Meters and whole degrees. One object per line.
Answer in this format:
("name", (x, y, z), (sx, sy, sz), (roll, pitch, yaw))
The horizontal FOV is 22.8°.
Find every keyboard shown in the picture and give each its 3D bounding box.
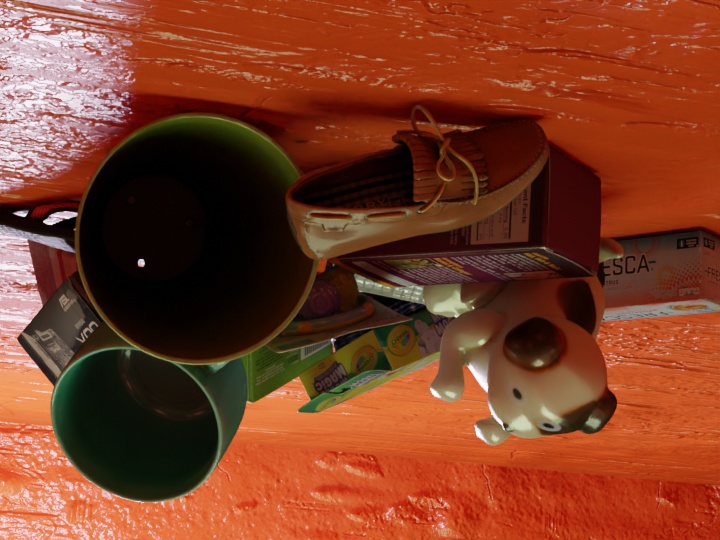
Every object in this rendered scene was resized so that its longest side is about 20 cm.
("keyboard", (0.092, 0.020, 1.615), (0.199, 0.011, 0.056), (11, 151, -5))

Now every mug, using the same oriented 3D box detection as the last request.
("mug", (-0.158, 0.102, 1.521), (0.184, 0.153, 0.114), (-7, -157, 17))

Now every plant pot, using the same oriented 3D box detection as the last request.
("plant pot", (-0.146, -0.028, 1.422), (0.186, 0.188, 0.200), (6, -179, -16))

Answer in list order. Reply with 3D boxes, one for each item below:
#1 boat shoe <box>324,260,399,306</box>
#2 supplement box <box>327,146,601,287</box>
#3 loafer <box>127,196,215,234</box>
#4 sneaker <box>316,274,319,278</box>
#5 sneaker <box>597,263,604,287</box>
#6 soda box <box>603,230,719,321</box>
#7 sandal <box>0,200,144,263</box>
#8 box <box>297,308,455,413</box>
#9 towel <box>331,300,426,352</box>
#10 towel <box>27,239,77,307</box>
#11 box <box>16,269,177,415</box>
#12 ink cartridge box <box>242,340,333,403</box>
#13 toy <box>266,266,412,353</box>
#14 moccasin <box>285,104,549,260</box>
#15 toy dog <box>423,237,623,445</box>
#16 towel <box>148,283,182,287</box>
("boat shoe", (0.001, 0.002, 1.704), (0.063, 0.074, 0.201), (-29, 165, 8))
("supplement box", (0.086, -0.041, 1.469), (0.199, 0.086, 0.110), (-3, 167, 29))
("loafer", (-0.146, -0.040, 1.563), (0.199, 0.073, 0.073), (-1, 169, 22))
("sneaker", (-0.124, 0.040, 1.927), (0.199, 0.078, 0.082), (8, 168, -23))
("sneaker", (0.125, -0.003, 1.646), (0.199, 0.074, 0.081), (9, 148, 3))
("soda box", (0.256, 0.009, 1.717), (0.199, 0.069, 0.063), (-6, 166, 39))
("sandal", (-0.274, -0.045, 1.668), (0.199, 0.045, 0.075), (13, 169, 30))
("box", (0.029, 0.081, 1.730), (0.117, 0.049, 0.200), (-32, 173, 40))
("towel", (0.062, 0.030, 1.758), (0.199, 0.024, 0.145), (-27, 172, 0))
("towel", (-0.245, 0.048, 1.736), (0.200, 0.023, 0.144), (31, 143, 31))
("box", (-0.238, 0.085, 1.692), (0.050, 0.158, 0.200), (-39, -179, -30))
("ink cartridge box", (-0.147, 0.054, 1.781), (0.199, 0.076, 0.148), (11, -158, 31))
("toy", (-0.042, 0.023, 1.511), (0.115, 0.047, 0.200), (-14, -172, -14))
("moccasin", (0.042, -0.071, 1.316), (0.200, 0.074, 0.078), (-13, 146, -1))
("toy dog", (0.154, 0.070, 1.509), (0.193, 0.140, 0.200), (-27, -158, 11))
("towel", (-0.150, 0.023, 1.617), (0.086, 0.018, 0.200), (2, 177, 2))
